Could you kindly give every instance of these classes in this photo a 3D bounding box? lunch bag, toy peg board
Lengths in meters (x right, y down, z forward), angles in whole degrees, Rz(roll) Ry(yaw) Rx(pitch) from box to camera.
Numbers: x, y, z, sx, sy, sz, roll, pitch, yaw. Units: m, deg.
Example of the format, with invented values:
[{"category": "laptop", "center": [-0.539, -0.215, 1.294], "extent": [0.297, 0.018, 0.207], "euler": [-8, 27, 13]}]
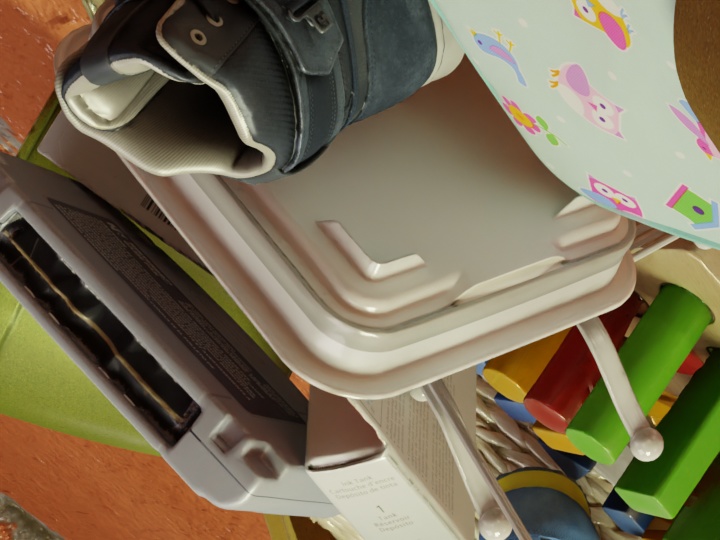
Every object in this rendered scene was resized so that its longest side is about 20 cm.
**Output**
[{"category": "lunch bag", "center": [0.086, -0.095, 0.677], "extent": [0.160, 0.077, 0.200], "euler": [23, 156, 48]}, {"category": "toy peg board", "center": [0.130, 0.076, 0.981], "extent": [0.200, 0.098, 0.199], "euler": [46, 160, -25]}]

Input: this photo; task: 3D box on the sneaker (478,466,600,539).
[{"category": "sneaker", "center": [0.103, 0.189, 1.048], "extent": [0.065, 0.079, 0.201], "euler": [-11, 131, 15]}]

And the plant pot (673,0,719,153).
[{"category": "plant pot", "center": [0.172, -0.041, 0.524], "extent": [0.200, 0.186, 0.187], "euler": [35, 167, 52]}]

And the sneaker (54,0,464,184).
[{"category": "sneaker", "center": [-0.055, -0.127, 0.697], "extent": [0.077, 0.146, 0.203], "euler": [-18, 105, 48]}]

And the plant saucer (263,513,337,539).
[{"category": "plant saucer", "center": [0.028, 0.195, 1.253], "extent": [0.199, 0.049, 0.201], "euler": [15, -142, -35]}]

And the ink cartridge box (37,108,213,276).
[{"category": "ink cartridge box", "center": [-0.077, -0.043, 1.046], "extent": [0.109, 0.051, 0.200], "euler": [35, -176, 7]}]

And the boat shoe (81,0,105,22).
[{"category": "boat shoe", "center": [-0.088, -0.126, 0.918], "extent": [0.201, 0.073, 0.063], "euler": [58, 180, -34]}]

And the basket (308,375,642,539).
[{"category": "basket", "center": [0.056, 0.116, 1.175], "extent": [0.199, 0.124, 0.136], "euler": [37, 163, -2]}]

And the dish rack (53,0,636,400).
[{"category": "dish rack", "center": [0.001, -0.052, 0.786], "extent": [0.200, 0.171, 0.044], "euler": [50, 137, 26]}]

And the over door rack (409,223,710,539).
[{"category": "over door rack", "center": [0.112, 0.063, 0.785], "extent": [0.200, 0.147, 0.067], "euler": [57, 174, 50]}]

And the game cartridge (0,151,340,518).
[{"category": "game cartridge", "center": [-0.086, 0.030, 0.911], "extent": [0.200, 0.041, 0.133], "euler": [45, -168, 21]}]

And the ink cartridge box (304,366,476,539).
[{"category": "ink cartridge box", "center": [0.000, 0.000, 0.896], "extent": [0.043, 0.201, 0.174], "euler": [-15, 138, 22]}]

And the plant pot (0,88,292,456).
[{"category": "plant pot", "center": [-0.131, 0.021, 1.226], "extent": [0.192, 0.202, 0.200], "euler": [28, 163, -7]}]
